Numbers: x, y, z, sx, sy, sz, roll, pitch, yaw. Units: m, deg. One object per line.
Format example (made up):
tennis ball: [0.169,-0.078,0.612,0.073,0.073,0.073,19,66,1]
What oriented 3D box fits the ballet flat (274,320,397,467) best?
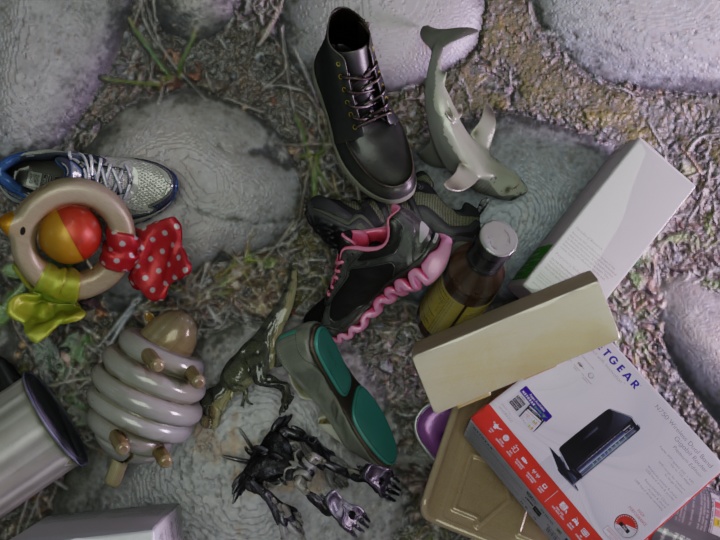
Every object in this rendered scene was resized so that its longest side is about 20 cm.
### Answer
ballet flat: [-0.028,0.137,1.317,0.063,0.068,0.201,-16,121,26]

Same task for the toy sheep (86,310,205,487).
toy sheep: [-0.225,0.135,1.291,0.137,0.138,0.202,27,93,0]

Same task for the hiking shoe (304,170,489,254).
hiking shoe: [0.039,-0.061,1.348,0.197,0.076,0.102,15,70,-3]

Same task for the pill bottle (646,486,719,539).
pill bottle: [0.356,0.287,1.309,0.197,0.116,0.117,22,87,0]

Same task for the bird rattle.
bird rattle: [-0.285,-0.019,1.285,0.198,0.113,0.164,-24,119,5]

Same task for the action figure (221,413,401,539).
action figure: [-0.058,0.225,1.299,0.119,0.198,0.103,-50,128,-27]

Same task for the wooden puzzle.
wooden puzzle: [0.174,0.208,1.297,0.198,0.046,0.187,23,69,-4]

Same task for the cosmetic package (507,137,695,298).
cosmetic package: [0.257,-0.035,1.327,0.085,0.108,0.201,38,85,-1]

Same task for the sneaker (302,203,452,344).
sneaker: [0.000,0.000,1.288,0.199,0.079,0.095,-37,113,29]

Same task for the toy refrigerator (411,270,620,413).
toy refrigerator: [0.155,0.074,1.240,0.198,0.076,0.071,-22,95,6]

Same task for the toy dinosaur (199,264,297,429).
toy dinosaur: [-0.097,0.100,1.341,0.088,0.047,0.201,33,83,7]

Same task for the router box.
router box: [0.234,0.182,1.249,0.179,0.049,0.200,-34,70,-20]

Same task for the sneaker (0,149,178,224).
sneaker: [-0.296,-0.092,1.322,0.197,0.085,0.078,2,87,-2]

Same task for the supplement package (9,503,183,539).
supplement package: [-0.261,0.329,1.244,0.149,0.200,0.153,-6,87,-2]

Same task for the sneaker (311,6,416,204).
sneaker: [0.002,-0.172,1.299,0.074,0.106,0.202,-23,72,-14]

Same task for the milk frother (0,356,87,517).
milk frother: [-0.411,0.176,1.250,0.187,0.200,0.182,-34,85,-4]

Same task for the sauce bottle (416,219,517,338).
sauce bottle: [0.112,0.013,1.273,0.064,0.200,0.066,7,63,-13]

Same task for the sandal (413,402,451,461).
sandal: [0.149,0.208,1.339,0.202,0.050,0.083,36,86,1]

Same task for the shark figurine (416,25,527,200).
shark figurine: [0.089,-0.159,1.347,0.127,0.089,0.217,-28,97,-37]
